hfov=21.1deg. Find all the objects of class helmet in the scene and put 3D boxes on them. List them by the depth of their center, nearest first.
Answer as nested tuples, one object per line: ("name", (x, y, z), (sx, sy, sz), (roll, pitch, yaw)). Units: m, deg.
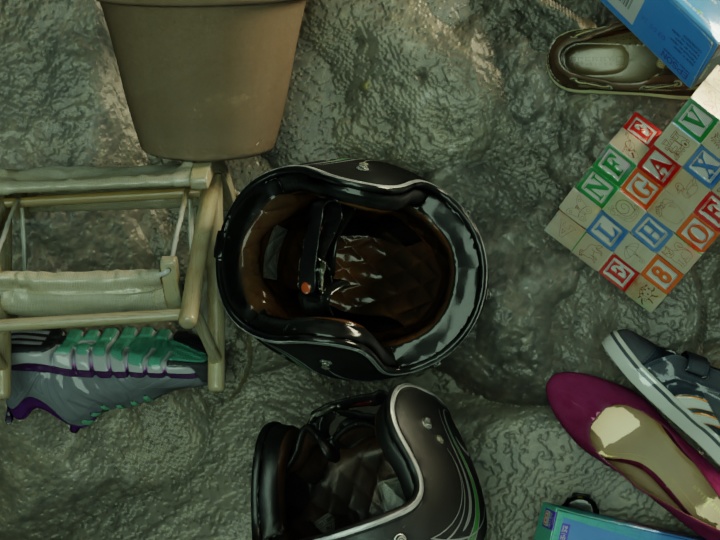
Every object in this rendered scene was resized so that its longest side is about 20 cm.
("helmet", (0.008, 0.205, 1.558), (0.200, 0.200, 0.191), (-7, 63, 6))
("helmet", (0.000, 0.000, 1.581), (0.200, 0.191, 0.200), (-10, 75, 41))

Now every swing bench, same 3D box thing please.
("swing bench", (-0.215, -0.010, 1.602), (0.199, 0.130, 0.200), (-3, 60, 6))

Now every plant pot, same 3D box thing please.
("plant pot", (-0.130, -0.186, 1.608), (0.200, 0.200, 0.175), (2, 104, 7))

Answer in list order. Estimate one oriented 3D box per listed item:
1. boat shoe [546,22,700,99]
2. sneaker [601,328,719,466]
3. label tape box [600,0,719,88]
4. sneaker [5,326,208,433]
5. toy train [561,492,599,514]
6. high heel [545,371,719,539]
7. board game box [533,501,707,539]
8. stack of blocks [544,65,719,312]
("boat shoe", (0.256, -0.178, 1.610), (0.202, 0.075, 0.075), (-8, 89, 6))
("sneaker", (0.292, 0.104, 1.604), (0.200, 0.078, 0.079), (42, 99, -6))
("label tape box", (0.296, -0.254, 1.586), (0.200, 0.063, 0.144), (-32, 70, -29))
("sneaker", (-0.215, 0.099, 1.676), (0.200, 0.074, 0.088), (4, 111, 11))
("toy train", (0.178, 0.288, 1.630), (0.034, 0.046, 0.200), (4, 90, 7))
("high heel", (0.238, 0.150, 1.599), (0.200, 0.096, 0.067), (33, 93, 6))
("board game box", (0.231, 0.286, 1.595), (0.200, 0.045, 0.152), (14, 88, -11))
("stack of blocks", (0.248, -0.071, 1.558), (0.115, 0.059, 0.200), (39, 137, 5))
